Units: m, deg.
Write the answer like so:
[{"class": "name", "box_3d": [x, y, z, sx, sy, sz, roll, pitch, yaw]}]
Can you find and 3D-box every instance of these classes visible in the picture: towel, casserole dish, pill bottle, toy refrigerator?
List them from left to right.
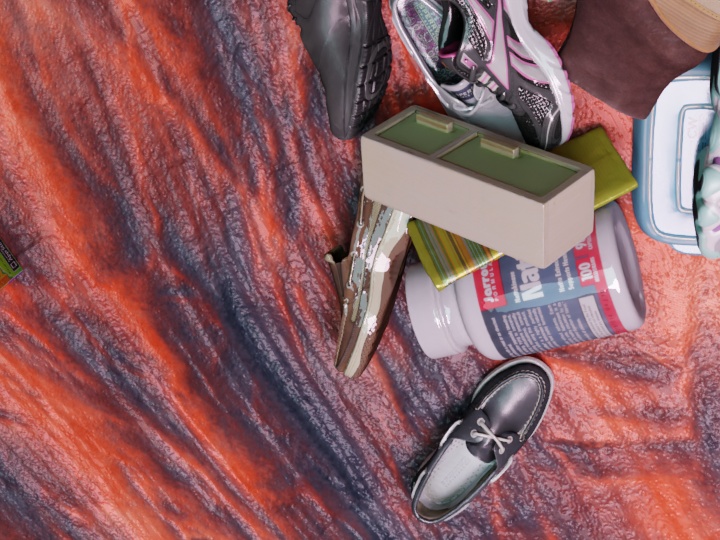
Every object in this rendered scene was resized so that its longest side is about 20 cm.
[{"class": "toy refrigerator", "box_3d": [0.099, -0.078, 1.306, 0.199, 0.076, 0.070, 24, 132, 36]}, {"class": "towel", "box_3d": [0.141, -0.054, 1.345, 0.199, 0.086, 0.018, -27, 137, 5]}, {"class": "pill bottle", "box_3d": [0.148, 0.016, 1.374, 0.198, 0.120, 0.120, -15, 107, 18]}, {"class": "casserole dish", "box_3d": [0.299, -0.103, 1.337, 0.120, 0.039, 0.202, 2, 111, 11]}]

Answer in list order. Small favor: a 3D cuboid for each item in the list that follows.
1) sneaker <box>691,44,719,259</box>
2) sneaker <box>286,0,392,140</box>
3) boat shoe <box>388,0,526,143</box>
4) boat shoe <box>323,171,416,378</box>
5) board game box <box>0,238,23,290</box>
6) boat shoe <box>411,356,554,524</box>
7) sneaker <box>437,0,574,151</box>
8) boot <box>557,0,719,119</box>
[{"class": "sneaker", "box_3d": [0.354, -0.097, 1.265, 0.138, 0.078, 0.202, 6, 118, 5]}, {"class": "sneaker", "box_3d": [-0.021, -0.218, 1.358, 0.090, 0.076, 0.202, 8, 106, 21]}, {"class": "boat shoe", "box_3d": [0.092, -0.171, 1.341, 0.072, 0.069, 0.201, -25, 106, 20]}, {"class": "boat shoe", "box_3d": [0.001, -0.001, 1.433, 0.074, 0.075, 0.204, 20, 102, 8]}, {"class": "board game box", "box_3d": [-0.495, 0.000, 1.477, 0.199, 0.200, 0.201, -29, 101, 22]}, {"class": "boat shoe", "box_3d": [0.118, 0.170, 1.474, 0.075, 0.060, 0.201, 32, 115, 0]}, {"class": "sneaker", "box_3d": [0.108, -0.184, 1.280, 0.086, 0.080, 0.201, -32, 112, -11]}, {"class": "boot", "box_3d": [0.192, -0.214, 1.232, 0.199, 0.073, 0.167, 28, 141, -8]}]
